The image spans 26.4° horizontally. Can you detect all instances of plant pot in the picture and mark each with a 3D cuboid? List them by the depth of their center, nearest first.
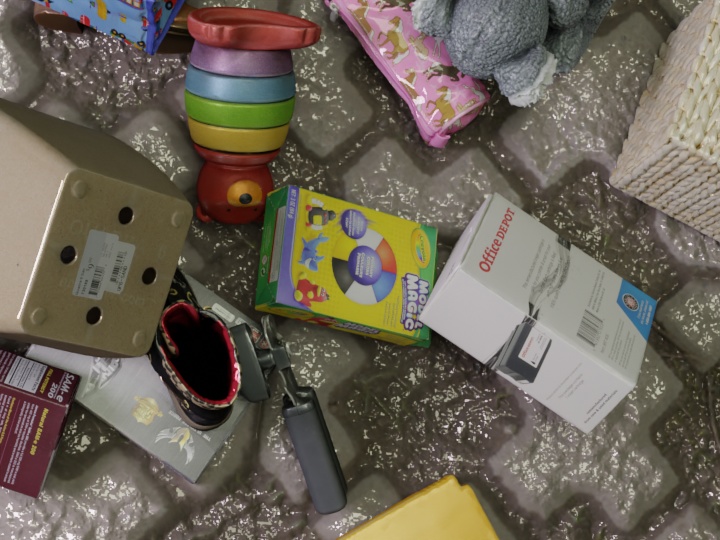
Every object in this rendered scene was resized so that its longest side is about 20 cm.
[{"bbox_3d":[-0.257,-0.024,1.278,0.199,0.177,0.201,17,92,-47],"label":"plant pot"}]

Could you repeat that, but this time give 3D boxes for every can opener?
[{"bbox_3d":[-0.071,0.137,1.435,0.066,0.053,0.201,-16,105,5],"label":"can opener"}]

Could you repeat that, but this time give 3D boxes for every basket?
[{"bbox_3d":[0.371,-0.151,1.514,0.160,0.200,0.199,24,77,-4],"label":"basket"}]

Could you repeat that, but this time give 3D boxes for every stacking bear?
[{"bbox_3d":[-0.114,-0.140,1.451,0.121,0.114,0.201,-2,109,-23],"label":"stacking bear"}]

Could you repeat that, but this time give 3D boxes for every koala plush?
[{"bbox_3d":[0.146,-0.259,1.473,0.177,0.184,0.200,42,58,0],"label":"koala plush"}]

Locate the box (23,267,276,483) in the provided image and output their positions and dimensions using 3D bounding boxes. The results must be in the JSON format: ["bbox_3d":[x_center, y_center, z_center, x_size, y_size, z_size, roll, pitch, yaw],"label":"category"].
[{"bbox_3d":[-0.193,0.080,1.448,0.200,0.048,0.159,36,76,-3],"label":"box"}]

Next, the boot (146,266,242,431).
[{"bbox_3d":[-0.165,0.046,1.355,0.073,0.151,0.201,-24,87,-13],"label":"boot"}]

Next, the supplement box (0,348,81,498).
[{"bbox_3d":[-0.364,0.118,1.379,0.199,0.061,0.109,20,116,-7],"label":"supplement box"}]

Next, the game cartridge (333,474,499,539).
[{"bbox_3d":[0.052,0.316,1.467,0.199,0.032,0.177,-27,87,-16],"label":"game cartridge"}]

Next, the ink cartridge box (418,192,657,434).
[{"bbox_3d":[0.172,0.038,1.472,0.200,0.084,0.145,34,38,-3],"label":"ink cartridge box"}]

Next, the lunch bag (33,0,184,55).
[{"bbox_3d":[-0.215,-0.328,1.432,0.150,0.094,0.201,25,65,4],"label":"lunch bag"}]

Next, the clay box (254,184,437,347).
[{"bbox_3d":[0.000,0.000,1.461,0.199,0.048,0.116,14,73,-30],"label":"clay box"}]

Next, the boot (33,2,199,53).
[{"bbox_3d":[-0.215,-0.300,1.501,0.199,0.077,0.156,9,75,-2],"label":"boot"}]

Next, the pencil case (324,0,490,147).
[{"bbox_3d":[0.046,-0.221,1.524,0.086,0.083,0.200,-37,90,10],"label":"pencil case"}]
